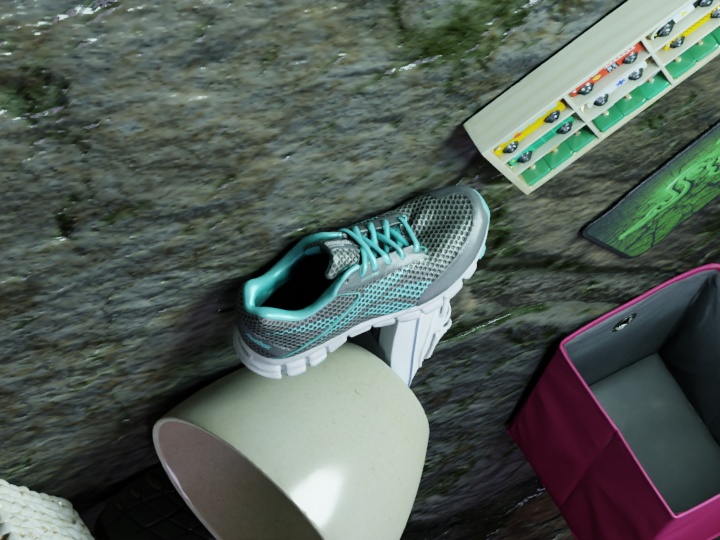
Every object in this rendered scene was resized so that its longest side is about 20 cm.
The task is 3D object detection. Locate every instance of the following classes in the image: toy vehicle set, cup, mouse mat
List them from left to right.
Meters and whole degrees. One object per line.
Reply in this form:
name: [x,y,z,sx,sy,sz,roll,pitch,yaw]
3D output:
cup: [-0.033,0.135,1.683,0.143,0.200,0.201,-45,166,-23]
toy vehicle set: [0.171,-0.133,1.570,0.200,0.027,0.124,-37,160,10]
mouse mat: [0.280,-0.078,1.899,0.200,0.008,0.161,-39,159,14]

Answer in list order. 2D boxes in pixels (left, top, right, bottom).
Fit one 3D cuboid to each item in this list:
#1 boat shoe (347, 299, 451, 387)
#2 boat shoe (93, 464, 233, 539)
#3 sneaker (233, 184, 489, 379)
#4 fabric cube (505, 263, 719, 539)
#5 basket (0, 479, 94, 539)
boat shoe: [0.037,0.039,1.697,0.065,0.074,0.200,-23,160,-18]
boat shoe: [-0.118,0.185,1.804,0.199,0.076,0.074,-20,160,-30]
sneaker: [0.000,0.000,1.556,0.199,0.078,0.091,-33,157,-6]
fabric cube: [0.285,0.148,2.153,0.195,0.201,0.200,-25,161,-23]
basket: [-0.270,0.265,1.624,0.200,0.161,0.198,-34,160,6]
